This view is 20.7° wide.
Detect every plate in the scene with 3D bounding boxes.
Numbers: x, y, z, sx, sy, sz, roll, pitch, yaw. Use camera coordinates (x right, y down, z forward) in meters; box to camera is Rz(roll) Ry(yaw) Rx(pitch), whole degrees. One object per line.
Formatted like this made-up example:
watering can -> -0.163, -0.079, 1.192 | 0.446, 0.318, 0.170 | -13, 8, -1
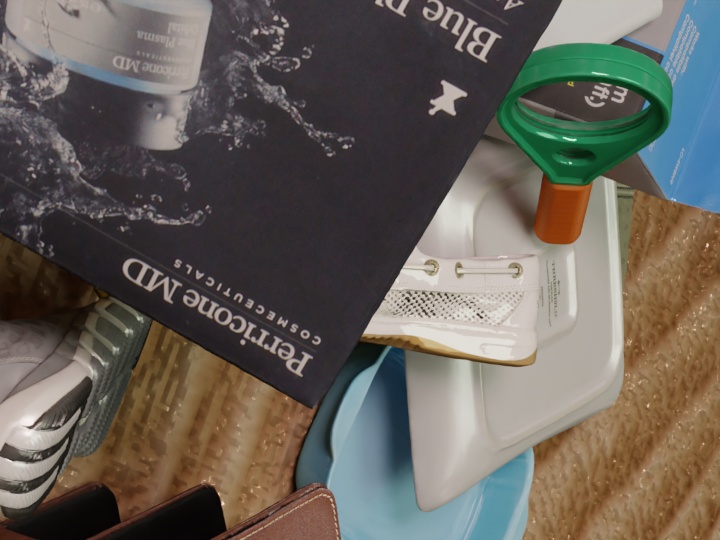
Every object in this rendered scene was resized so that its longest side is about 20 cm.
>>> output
plate -> 0.092, 0.011, 1.072 | 0.200, 0.032, 0.200 | -23, 114, -49

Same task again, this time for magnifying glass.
magnifying glass -> 0.102, -0.057, 0.946 | 0.200, 0.080, 0.022 | 88, 6, -68

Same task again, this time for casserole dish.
casserole dish -> 0.028, 0.110, 1.064 | 0.200, 0.039, 0.121 | 43, 65, -46

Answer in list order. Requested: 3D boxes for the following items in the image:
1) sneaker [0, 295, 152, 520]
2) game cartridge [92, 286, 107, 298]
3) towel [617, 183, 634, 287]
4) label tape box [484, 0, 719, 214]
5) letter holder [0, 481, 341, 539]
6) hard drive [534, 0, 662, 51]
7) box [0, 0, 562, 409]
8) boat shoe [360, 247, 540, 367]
sneaker -> -0.154, 0.030, 0.789 | 0.200, 0.115, 0.075 | -58, 171, -82
game cartridge -> -0.069, -0.092, 0.812 | 0.032, 0.176, 0.200 | -103, 170, -51
towel -> 0.100, -0.045, 1.132 | 0.193, 0.035, 0.200 | -3, 98, -54
label tape box -> 0.127, -0.127, 1.003 | 0.066, 0.200, 0.143 | 79, 33, -69
letter holder -> -0.081, 0.198, 0.899 | 0.142, 0.101, 0.200 | -22, 115, -49
hard drive -> 0.050, -0.133, 0.889 | 0.200, 0.027, 0.132 | -30, 130, -23
box -> -0.044, -0.094, 0.685 | 0.200, 0.197, 0.117 | -60, -178, 29
boat shoe -> 0.000, 0.000, 0.950 | 0.200, 0.071, 0.069 | 10, 89, -31
